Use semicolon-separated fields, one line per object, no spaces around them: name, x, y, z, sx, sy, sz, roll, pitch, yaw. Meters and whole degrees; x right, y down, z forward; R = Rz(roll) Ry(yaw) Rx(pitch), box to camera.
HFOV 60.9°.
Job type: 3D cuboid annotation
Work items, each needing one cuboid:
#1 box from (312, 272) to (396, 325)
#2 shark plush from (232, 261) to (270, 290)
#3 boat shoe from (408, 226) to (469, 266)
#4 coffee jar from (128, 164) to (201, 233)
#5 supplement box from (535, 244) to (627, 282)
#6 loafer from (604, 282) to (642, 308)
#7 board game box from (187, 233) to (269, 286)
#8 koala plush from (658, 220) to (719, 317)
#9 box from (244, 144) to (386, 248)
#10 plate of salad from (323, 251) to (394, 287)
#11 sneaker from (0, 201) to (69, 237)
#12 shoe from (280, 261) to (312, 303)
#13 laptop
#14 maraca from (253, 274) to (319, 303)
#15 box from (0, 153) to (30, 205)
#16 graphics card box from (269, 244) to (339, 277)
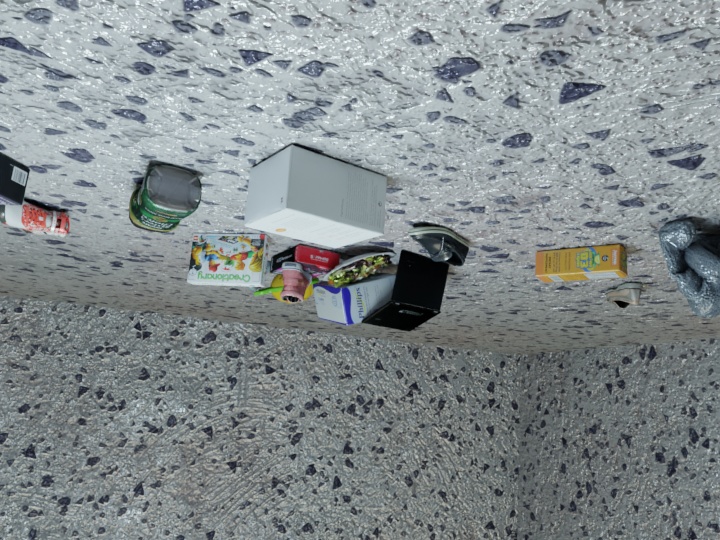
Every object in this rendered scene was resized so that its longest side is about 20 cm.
box;-0.005;0.074;1.728;0.198;0.107;0.183;-12;-172;-28
shark plush;-0.339;0.003;1.756;0.083;0.092;0.199;-21;166;32
boat shoe;0.180;-0.054;1.383;0.074;0.063;0.199;-4;164;41
coffee jar;-0.378;-0.131;1.169;0.103;0.087;0.199;11;167;-28
supplement box;0.514;-0.016;1.434;0.198;0.068;0.069;-5;162;35
loafer;0.769;0.083;1.803;0.071;0.064;0.200;3;168;4
board game box;-0.330;-0.027;1.533;0.197;0.128;0.035;1;168;12
koala plush;0.702;-0.022;1.142;0.176;0.186;0.199;12;154;-33
box;-0.077;-0.120;1.062;0.198;0.108;0.151;13;166;-35
plate of salad;0.000;0.000;1.610;0.197;0.049;0.200;-18;168;-4
sneaker;-0.727;-0.121;1.386;0.106;0.068;0.201;5;171;-8
shoe;-0.176;0.045;1.651;0.070;0.092;0.200;3;167;5
laptop;0.122;0.061;1.646;0.186;0.117;0.199;14;142;-38
maraca;-0.221;0.048;1.845;0.197;0.109;0.137;-12;180;6
box;-0.715;-0.182;1.079;0.139;0.080;0.200;5;168;11
graphics card box;-0.156;-0.020;1.684;0.124;0.052;0.199;11;167;-30
